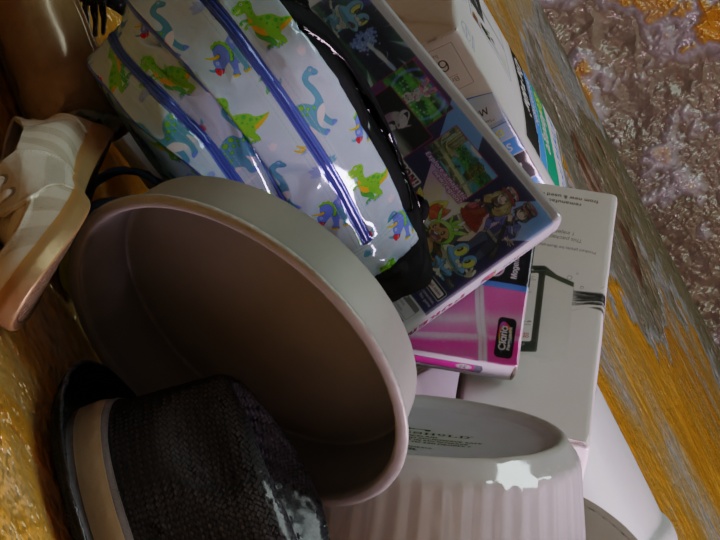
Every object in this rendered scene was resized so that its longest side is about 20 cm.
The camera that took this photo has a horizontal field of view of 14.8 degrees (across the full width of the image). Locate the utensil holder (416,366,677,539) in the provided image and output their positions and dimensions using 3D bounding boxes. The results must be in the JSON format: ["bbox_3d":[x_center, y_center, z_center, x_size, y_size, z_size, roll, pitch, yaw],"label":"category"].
[{"bbox_3d":[0.100,0.135,1.906,0.201,0.169,0.170,62,13,-7],"label":"utensil holder"}]

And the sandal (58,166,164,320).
[{"bbox_3d":[-0.097,0.012,1.504,0.200,0.079,0.087,57,12,-43],"label":"sandal"}]

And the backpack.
[{"bbox_3d":[-0.055,-0.082,1.465,0.163,0.153,0.200,56,-16,38],"label":"backpack"}]

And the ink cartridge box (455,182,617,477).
[{"bbox_3d":[0.103,0.067,1.708,0.146,0.084,0.201,96,3,-51],"label":"ink cartridge box"}]

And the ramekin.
[{"bbox_3d":[0.031,0.128,1.499,0.202,0.201,0.095,-43,138,-77],"label":"ramekin"}]

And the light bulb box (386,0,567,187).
[{"bbox_3d":[0.015,-0.089,1.864,0.200,0.197,0.125,56,18,-37],"label":"light bulb box"}]

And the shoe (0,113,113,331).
[{"bbox_3d":[-0.164,-0.029,1.352,0.053,0.070,0.200,28,20,-7],"label":"shoe"}]

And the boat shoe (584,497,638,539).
[{"bbox_3d":[0.087,0.175,1.754,0.063,0.199,0.073,95,13,-52],"label":"boat shoe"}]

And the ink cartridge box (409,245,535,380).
[{"bbox_3d":[0.000,0.000,1.609,0.037,0.199,0.095,98,1,-72],"label":"ink cartridge box"}]

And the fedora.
[{"bbox_3d":[-0.071,0.125,1.360,0.201,0.091,0.201,-23,90,-78],"label":"fedora"}]

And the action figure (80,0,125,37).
[{"bbox_3d":[-0.086,-0.133,1.699,0.200,0.118,0.103,19,80,-48],"label":"action figure"}]

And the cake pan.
[{"bbox_3d":[-0.054,0.032,1.375,0.037,0.200,0.201,-50,123,-36],"label":"cake pan"}]

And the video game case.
[{"bbox_3d":[-0.014,-0.053,1.596,0.200,0.182,0.023,51,-17,14],"label":"video game case"}]

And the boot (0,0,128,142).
[{"bbox_3d":[-0.188,-0.168,1.460,0.175,0.066,0.201,14,54,-75],"label":"boot"}]
